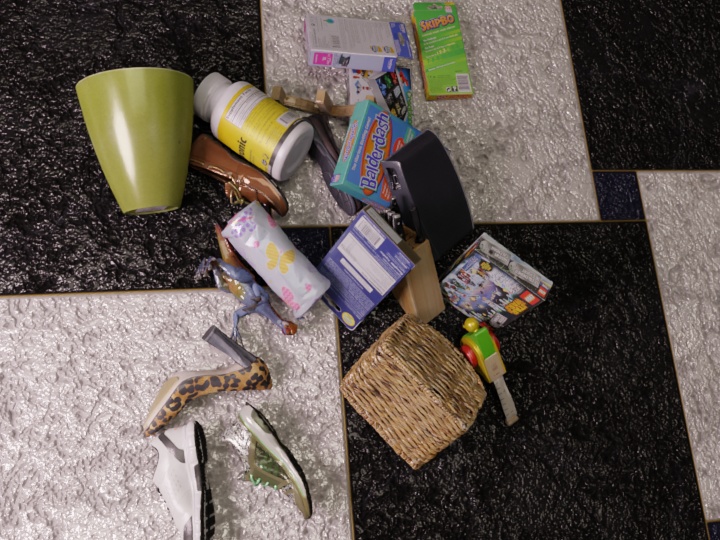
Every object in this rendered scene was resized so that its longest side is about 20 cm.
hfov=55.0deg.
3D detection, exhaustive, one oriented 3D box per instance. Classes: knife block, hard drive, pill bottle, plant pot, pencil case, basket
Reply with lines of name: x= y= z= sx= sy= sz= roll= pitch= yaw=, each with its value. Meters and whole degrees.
knife block: x=0.084 y=-0.018 z=1.153 sx=0.063 sy=0.176 sz=0.202 roll=-33 pitch=84 yaw=-19
hard drive: x=0.125 y=-0.128 z=1.204 sx=0.134 sy=0.042 sz=0.203 roll=-37 pitch=113 yaw=-27
pill bottle: x=-0.187 y=-0.252 z=1.188 sx=0.198 sy=0.112 sz=0.112 roll=35 pitch=70 yaw=8
plant pot: x=-0.349 y=-0.199 z=1.122 sx=0.182 sy=0.187 sz=0.206 roll=-8 pitch=91 yaw=-14
pencil case: x=-0.137 y=-0.018 z=1.133 sx=0.083 sy=0.091 sz=0.201 roll=-43 pitch=98 yaw=-10
basket: x=0.090 y=0.193 z=1.156 sx=0.200 sy=0.149 sz=0.143 roll=43 pitch=37 yaw=2

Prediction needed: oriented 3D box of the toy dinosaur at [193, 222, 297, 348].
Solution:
toy dinosaur: x=-0.174 y=0.030 z=1.133 sx=0.179 sy=0.104 sz=0.204 roll=27 pitch=59 yaw=-23

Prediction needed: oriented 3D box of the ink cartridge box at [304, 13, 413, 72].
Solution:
ink cartridge box: x=-0.005 y=-0.426 z=1.299 sx=0.195 sy=0.042 sz=0.121 roll=-1 pitch=51 yaw=-10

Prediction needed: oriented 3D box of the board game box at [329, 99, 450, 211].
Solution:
board game box: x=0.056 y=-0.180 z=1.208 sx=0.197 sy=0.045 sz=0.156 roll=23 pitch=80 yaw=-31

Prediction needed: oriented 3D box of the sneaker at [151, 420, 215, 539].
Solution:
sneaker: x=-0.267 y=0.335 z=1.041 sx=0.078 sy=0.074 sz=0.205 roll=-11 pitch=72 yaw=0

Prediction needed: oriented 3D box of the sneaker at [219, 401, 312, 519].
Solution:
sneaker: x=-0.147 y=0.308 z=1.075 sx=0.088 sy=0.077 sz=0.201 roll=-36 pitch=79 yaw=-6

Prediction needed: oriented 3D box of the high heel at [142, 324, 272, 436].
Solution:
high heel: x=-0.236 y=0.206 z=1.087 sx=0.142 sy=0.071 sz=0.201 roll=41 pitch=83 yaw=-22

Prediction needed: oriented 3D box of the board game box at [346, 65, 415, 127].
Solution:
board game box: x=0.039 y=-0.287 z=1.293 sx=0.123 sy=0.035 sz=0.205 roll=2 pitch=75 yaw=-12

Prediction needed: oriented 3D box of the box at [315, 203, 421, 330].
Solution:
box: x=0.000 y=0.000 z=1.136 sx=0.121 sy=0.200 sz=0.032 roll=46 pitch=40 yaw=4

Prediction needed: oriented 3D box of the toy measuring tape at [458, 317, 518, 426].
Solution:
toy measuring tape: x=0.219 y=0.171 z=1.203 sx=0.073 sy=0.073 sz=0.204 roll=-27 pitch=104 yaw=-18

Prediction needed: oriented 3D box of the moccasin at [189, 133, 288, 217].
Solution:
moccasin: x=-0.211 y=-0.150 z=1.180 sx=0.199 sy=0.074 sz=0.079 roll=34 pitch=79 yaw=-4

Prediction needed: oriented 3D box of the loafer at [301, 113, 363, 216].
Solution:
loafer: x=-0.042 y=-0.196 z=1.233 sx=0.062 sy=0.072 sz=0.203 roll=-26 pitch=79 yaw=-22

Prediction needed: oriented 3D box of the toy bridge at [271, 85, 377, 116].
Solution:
toy bridge: x=-0.065 y=-0.302 z=1.252 sx=0.195 sy=0.067 sz=0.028 roll=9 pitch=83 yaw=12

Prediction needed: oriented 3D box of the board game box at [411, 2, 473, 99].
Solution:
board game box: x=0.159 y=-0.435 z=1.366 sx=0.093 sy=0.030 sz=0.205 roll=-5 pitch=78 yaw=-15

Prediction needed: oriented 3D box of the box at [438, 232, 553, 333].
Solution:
box: x=0.214 y=0.028 z=1.156 sx=0.136 sy=0.200 sz=0.040 roll=35 pitch=65 yaw=0
